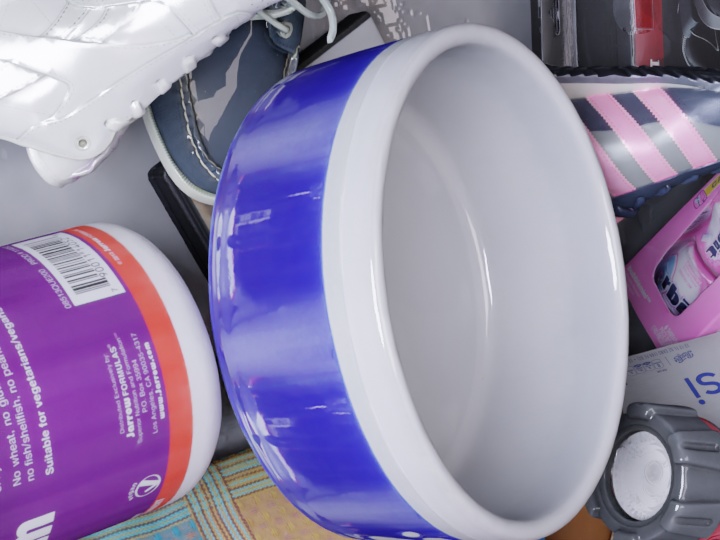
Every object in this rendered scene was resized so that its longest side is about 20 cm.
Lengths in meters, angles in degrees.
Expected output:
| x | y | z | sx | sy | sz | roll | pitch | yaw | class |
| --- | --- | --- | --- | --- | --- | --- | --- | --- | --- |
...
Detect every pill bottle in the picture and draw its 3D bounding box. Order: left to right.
| x | y | z | sx | sy | sz | roll | pitch | yaw | class |
| --- | --- | --- | --- | --- | --- | --- | --- | --- | --- |
| -0.155 | 0.056 | 0.547 | 0.199 | 0.112 | 0.113 | -17 | 100 | -37 | pill bottle |

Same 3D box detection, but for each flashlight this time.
| x | y | z | sx | sy | sz | roll | pitch | yaw | class |
| --- | --- | --- | --- | --- | --- | --- | --- | --- | --- |
| 0.198 | 0.104 | 0.751 | 0.199 | 0.068 | 0.068 | 8 | 112 | -36 | flashlight |

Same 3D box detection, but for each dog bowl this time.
| x | y | z | sx | sy | sz | roll | pitch | yaw | class |
| --- | --- | --- | --- | --- | --- | --- | --- | --- | --- |
| 0.030 | 0.008 | 0.627 | 0.200 | 0.078 | 0.201 | 16 | 70 | -53 | dog bowl |

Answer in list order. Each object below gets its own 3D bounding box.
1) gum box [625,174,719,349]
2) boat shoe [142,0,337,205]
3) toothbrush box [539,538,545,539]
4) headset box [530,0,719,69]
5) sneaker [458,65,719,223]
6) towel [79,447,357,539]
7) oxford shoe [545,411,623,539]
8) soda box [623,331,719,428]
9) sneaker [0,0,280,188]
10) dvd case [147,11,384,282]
| x | y | z | sx | sy | sz | roll | pitch | yaw | class |
| --- | --- | --- | --- | --- | --- | --- | --- | --- | --- |
| 0.247 | -0.001 | 0.865 | 0.199 | 0.114 | 0.066 | 7 | 45 | -39 | gum box |
| -0.049 | -0.129 | 0.661 | 0.075 | 0.062 | 0.201 | 12 | 76 | -32 | boat shoe |
| 0.038 | 0.237 | 0.716 | 0.146 | 0.085 | 0.201 | -28 | 107 | -35 | toothbrush box |
| 0.171 | -0.132 | 0.839 | 0.199 | 0.077 | 0.150 | -3 | 91 | -38 | headset box |
| 0.129 | -0.054 | 0.736 | 0.070 | 0.199 | 0.083 | -54 | 143 | -76 | sneaker |
| -0.023 | 0.133 | 0.642 | 0.199 | 0.022 | 0.147 | -18 | 57 | -30 | towel |
| 0.089 | 0.111 | 0.765 | 0.071 | 0.071 | 0.201 | -10 | 103 | -23 | oxford shoe |
| 0.212 | 0.071 | 0.815 | 0.199 | 0.064 | 0.069 | -13 | 135 | -15 | soda box |
| -0.091 | -0.089 | 0.596 | 0.199 | 0.075 | 0.100 | -12 | 107 | 0 | sneaker |
| 0.000 | 0.000 | 0.734 | 0.143 | 0.017 | 0.201 | -42 | 114 | -33 | dvd case |
